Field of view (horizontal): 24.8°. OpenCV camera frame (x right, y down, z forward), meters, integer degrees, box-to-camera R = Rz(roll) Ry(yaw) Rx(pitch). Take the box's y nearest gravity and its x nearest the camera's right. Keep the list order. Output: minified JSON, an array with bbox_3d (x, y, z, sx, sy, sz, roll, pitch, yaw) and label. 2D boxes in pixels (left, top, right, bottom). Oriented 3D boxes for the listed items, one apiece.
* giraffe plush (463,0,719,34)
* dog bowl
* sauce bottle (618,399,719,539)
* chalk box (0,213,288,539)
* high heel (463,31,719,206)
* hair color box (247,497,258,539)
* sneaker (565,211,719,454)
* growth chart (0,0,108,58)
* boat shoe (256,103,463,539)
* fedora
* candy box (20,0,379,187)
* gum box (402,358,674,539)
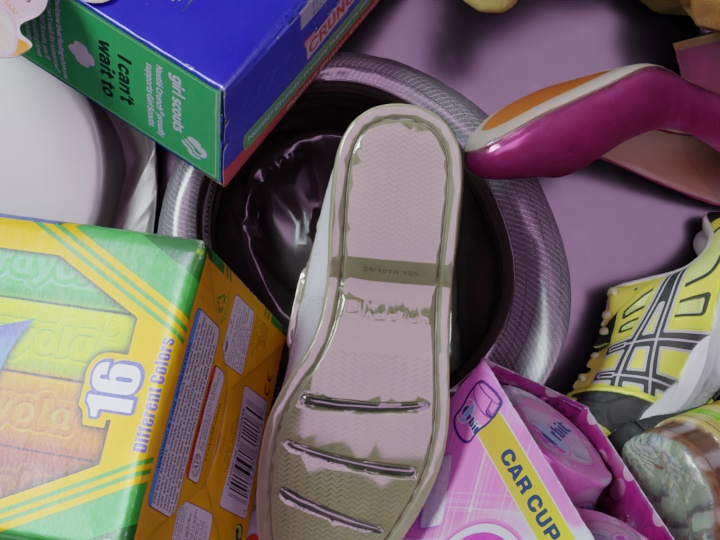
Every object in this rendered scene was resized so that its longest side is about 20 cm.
[{"bbox_3d":[0.107,-0.181,0.701,0.161,0.200,0.174,-9,92,-15],"label":"giraffe plush"},{"bbox_3d":[-0.189,-0.044,0.778,0.198,0.059,0.202,0,89,0],"label":"dog bowl"},{"bbox_3d":[0.202,0.077,0.739,0.199,0.065,0.065,-15,89,-36],"label":"sauce bottle"},{"bbox_3d":[-0.148,0.052,0.663,0.198,0.124,0.126,7,73,16],"label":"chalk box"},{"bbox_3d":[0.128,-0.046,0.740,0.199,0.067,0.097,-23,100,-43],"label":"high heel"},{"bbox_3d":[-0.049,0.175,0.754,0.200,0.061,0.102,45,52,0],"label":"hair color box"},{"bbox_3d":[0.132,0.053,0.772,0.200,0.076,0.076,-38,64,-18],"label":"sneaker"},{"bbox_3d":[-0.125,-0.179,0.643,0.199,0.018,0.145,-37,99,-12],"label":"growth chart"},{"bbox_3d":[0.005,0.033,0.677,0.074,0.068,0.202,14,92,0],"label":"boat shoe"},{"bbox_3d":[0.000,0.000,0.763,0.177,0.090,0.200,-40,81,-3],"label":"fedora"},{"bbox_3d":[-0.089,-0.162,0.725,0.199,0.077,0.169,32,65,15],"label":"candy box"},{"bbox_3d":[0.071,0.143,0.627,0.066,0.200,0.114,25,111,-31],"label":"gum box"}]
